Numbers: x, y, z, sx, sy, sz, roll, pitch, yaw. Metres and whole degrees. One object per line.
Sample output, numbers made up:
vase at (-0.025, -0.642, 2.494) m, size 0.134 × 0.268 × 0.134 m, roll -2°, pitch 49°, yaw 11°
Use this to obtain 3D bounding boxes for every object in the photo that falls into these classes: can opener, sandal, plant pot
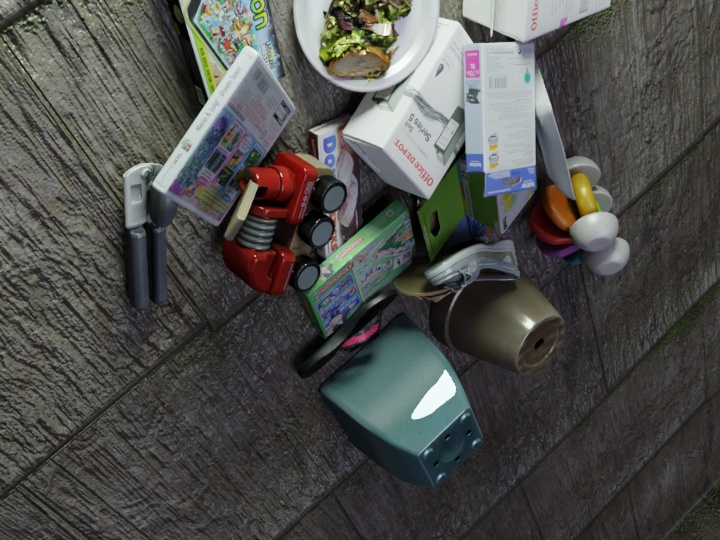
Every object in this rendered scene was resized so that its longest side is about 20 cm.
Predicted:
can opener at (-0.255, -0.037, 1.086) m, size 0.052 × 0.066 × 0.202 m, roll -18°, pitch 133°, yaw -35°
sandal at (0.134, 0.020, 1.475) m, size 0.211 × 0.077 × 0.070 m, roll -27°, pitch 140°, yaw -36°
sandal at (-0.011, 0.107, 1.404) m, size 0.200 × 0.045 × 0.075 m, roll -43°, pitch 163°, yaw -6°
plant pot at (0.247, 0.084, 1.548) m, size 0.199 × 0.173 × 0.202 m, roll -22°, pitch 130°, yaw -29°
plant pot at (0.090, 0.236, 1.487) m, size 0.196 × 0.200 × 0.197 m, roll -41°, pitch 138°, yaw -14°

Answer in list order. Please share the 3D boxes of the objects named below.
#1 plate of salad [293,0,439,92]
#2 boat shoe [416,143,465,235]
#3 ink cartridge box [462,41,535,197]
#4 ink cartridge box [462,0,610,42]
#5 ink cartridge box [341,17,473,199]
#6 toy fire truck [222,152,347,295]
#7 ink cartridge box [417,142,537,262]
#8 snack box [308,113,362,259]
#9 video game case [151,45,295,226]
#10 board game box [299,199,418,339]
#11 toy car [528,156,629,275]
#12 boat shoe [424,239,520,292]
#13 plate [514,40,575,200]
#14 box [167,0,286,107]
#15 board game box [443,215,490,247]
plate of salad at (0.014, -0.321, 1.110) m, size 0.198 × 0.048 × 0.202 m, roll -7°, pitch 109°, yaw -21°
boat shoe at (0.120, -0.145, 1.367) m, size 0.073 × 0.063 × 0.202 m, roll -31°, pitch 143°, yaw -43°
ink cartridge box at (0.191, -0.206, 1.228) m, size 0.119 × 0.042 × 0.202 m, roll -14°, pitch 103°, yaw -42°
ink cartridge box at (0.234, -0.408, 1.227) m, size 0.199 × 0.125 × 0.130 m, roll -26°, pitch 132°, yaw -27°
ink cartridge box at (0.085, -0.221, 1.233) m, size 0.201 × 0.084 × 0.145 m, roll -59°, pitch 140°, yaw -6°
toy fire truck at (-0.123, -0.052, 1.129) m, size 0.199 × 0.128 × 0.177 m, roll -3°, pitch 120°, yaw -47°
ink cartridge box at (0.180, -0.107, 1.353) m, size 0.201 × 0.075 × 0.148 m, roll -52°, pitch 153°, yaw -17°
snack box at (-0.033, -0.115, 1.260) m, size 0.072 × 0.024 × 0.202 m, roll -28°, pitch 133°, yaw -30°
video game case at (-0.152, -0.148, 1.051) m, size 0.183 × 0.024 × 0.200 m, roll -56°, pitch 170°, yaw -2°
board game box at (0.000, 0.000, 1.348) m, size 0.200 × 0.029 × 0.135 m, roll -41°, pitch 149°, yaw -14°
toy car at (0.374, -0.082, 1.582) m, size 0.149 × 0.176 × 0.200 m, roll -22°, pitch 143°, yaw 18°
boat shoe at (0.180, -0.002, 1.411) m, size 0.201 × 0.065 × 0.074 m, roll -12°, pitch 167°, yaw -47°
plate at (0.271, -0.234, 1.361) m, size 0.032 × 0.201 × 0.201 m, roll -16°, pitch 138°, yaw 12°
box at (-0.156, -0.290, 1.018) m, size 0.110 × 0.035 × 0.201 m, roll -33°, pitch 135°, yaw -22°
board game box at (0.183, -0.139, 1.448) m, size 0.102 × 0.019 × 0.202 m, roll -16°, pitch 127°, yaw -34°
